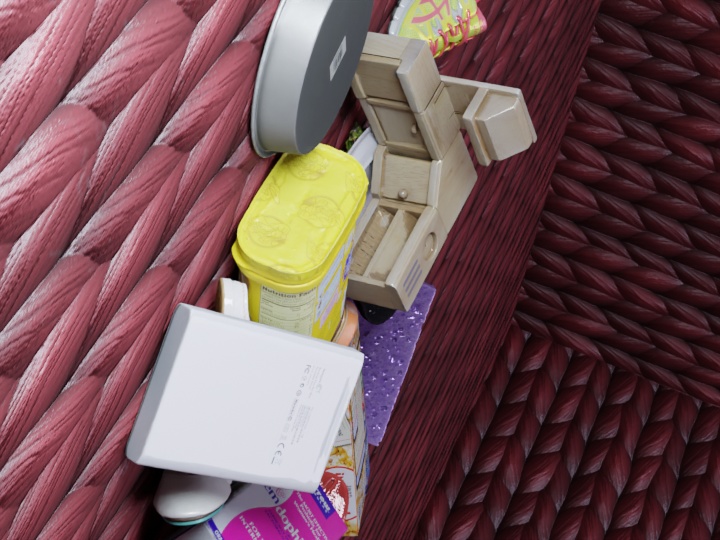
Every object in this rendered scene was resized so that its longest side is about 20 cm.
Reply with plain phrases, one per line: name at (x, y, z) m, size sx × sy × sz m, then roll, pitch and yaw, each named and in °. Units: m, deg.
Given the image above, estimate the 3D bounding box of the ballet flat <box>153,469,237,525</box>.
ballet flat at (-0.144, 0.176, 1.430) m, size 0.200 × 0.069 × 0.070 m, roll -35°, pitch 144°, yaw -79°

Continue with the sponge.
sponge at (0.005, 0.094, 1.863) m, size 0.030 × 0.110 × 0.202 m, roll -136°, pitch -113°, yaw -81°

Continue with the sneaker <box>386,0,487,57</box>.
sneaker at (0.086, -0.262, 1.661) m, size 0.078 × 0.089 × 0.201 m, roll 94°, pitch 21°, yaw -62°

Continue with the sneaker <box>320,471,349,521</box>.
sneaker at (-0.079, 0.306, 1.659) m, size 0.201 × 0.078 × 0.116 m, roll -56°, pitch 174°, yaw -12°

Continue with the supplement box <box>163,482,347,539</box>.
supplement box at (-0.109, 0.262, 1.488) m, size 0.103 × 0.102 × 0.200 m, roll -34°, pitch 180°, yaw 25°

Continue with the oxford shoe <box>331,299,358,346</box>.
oxford shoe at (-0.083, 0.107, 1.619) m, size 0.072 × 0.071 × 0.202 m, roll 26°, pitch 96°, yaw -38°

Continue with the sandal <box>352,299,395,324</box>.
sandal at (0.000, 0.000, 1.661) m, size 0.075 × 0.045 × 0.200 m, roll -54°, pitch 150°, yaw -3°

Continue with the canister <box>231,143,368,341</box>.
canister at (-0.060, 0.004, 1.444) m, size 0.201 × 0.086 × 0.149 m, roll 99°, pitch 16°, yaw -52°

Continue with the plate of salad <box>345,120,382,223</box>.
plate of salad at (-0.007, -0.082, 1.645) m, size 0.201 × 0.048 × 0.201 m, roll -51°, pitch 159°, yaw -27°

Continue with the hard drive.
hard drive at (-0.093, 0.112, 1.327) m, size 0.199 × 0.026 × 0.133 m, roll 17°, pitch 95°, yaw -43°

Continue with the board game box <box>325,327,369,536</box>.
board game box at (-0.023, 0.169, 1.751) m, size 0.152 × 0.046 × 0.203 m, roll -75°, pitch 162°, yaw -70°

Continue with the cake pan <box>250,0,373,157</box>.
cake pan at (-0.036, -0.186, 1.331) m, size 0.200 × 0.036 × 0.203 m, roll 21°, pitch 89°, yaw -80°

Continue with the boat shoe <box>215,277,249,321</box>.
boat shoe at (-0.089, 0.090, 1.386) m, size 0.071 × 0.068 × 0.202 m, roll -98°, pitch -177°, yaw -54°

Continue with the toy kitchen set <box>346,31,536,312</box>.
toy kitchen set at (0.058, -0.089, 1.500) m, size 0.182 × 0.161 × 0.201 m, roll -61°, pitch 146°, yaw -26°
